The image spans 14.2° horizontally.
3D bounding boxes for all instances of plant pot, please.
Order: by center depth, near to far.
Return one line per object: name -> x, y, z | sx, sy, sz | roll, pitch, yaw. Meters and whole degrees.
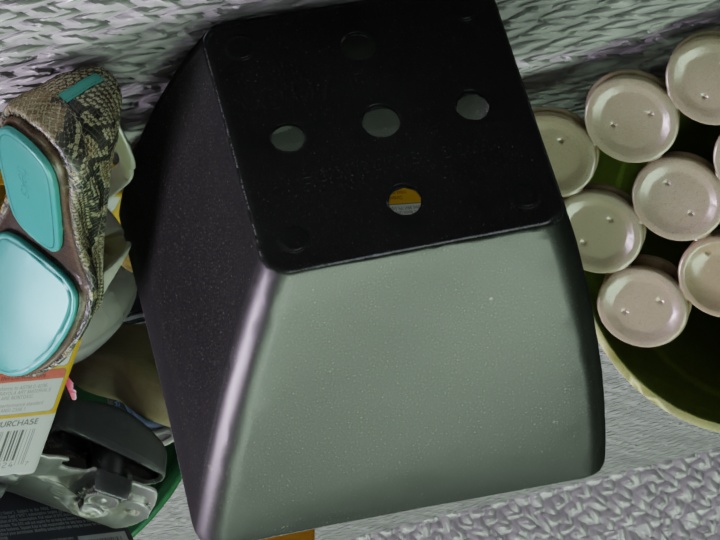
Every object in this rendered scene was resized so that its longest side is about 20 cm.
plant pot -> 0.002, -0.018, 1.324 | 0.199, 0.200, 0.178 | -10, 148, -10
plant pot -> 0.246, -0.026, 1.606 | 0.200, 0.201, 0.193 | -18, 180, 30

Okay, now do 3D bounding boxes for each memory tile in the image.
memory tile -> 0.185, -0.049, 1.486 | 0.199, 0.154, 0.017 | -24, -160, 28

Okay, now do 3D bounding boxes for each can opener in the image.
can opener -> -0.199, 0.088, 1.577 | 0.199, 0.067, 0.053 | 23, 144, -21

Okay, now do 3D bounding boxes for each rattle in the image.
rattle -> -0.118, 0.088, 1.680 | 0.199, 0.130, 0.143 | 7, 127, 8

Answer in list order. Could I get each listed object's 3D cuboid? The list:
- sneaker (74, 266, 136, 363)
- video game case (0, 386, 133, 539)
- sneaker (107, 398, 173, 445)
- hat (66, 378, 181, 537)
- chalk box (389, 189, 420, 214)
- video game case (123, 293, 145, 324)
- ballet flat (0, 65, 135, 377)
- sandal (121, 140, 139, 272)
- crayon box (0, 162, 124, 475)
sneaker -> -0.178, 0.006, 1.563 | 0.200, 0.073, 0.085 | -18, 151, -54
video game case -> -0.216, 0.091, 1.623 | 0.142, 0.201, 0.019 | -2, 145, -42
sneaker -> -0.065, 0.030, 1.758 | 0.200, 0.075, 0.087 | -34, 174, 14
hat -> -0.212, 0.080, 1.844 | 0.199, 0.166, 0.176 | -30, 124, 22
chalk box -> 0.000, 0.000, 1.579 | 0.124, 0.124, 0.200 | -5, 167, -36
video game case -> -0.190, 0.044, 1.868 | 0.199, 0.026, 0.181 | -14, 169, 7
ballet flat -> -0.137, -0.024, 1.359 | 0.075, 0.068, 0.200 | -40, 160, -32
sandal -> -0.098, -0.028, 1.513 | 0.081, 0.055, 0.200 | -7, 168, -25
crayon box -> -0.198, 0.015, 1.451 | 0.125, 0.052, 0.201 | -3, 129, -38
